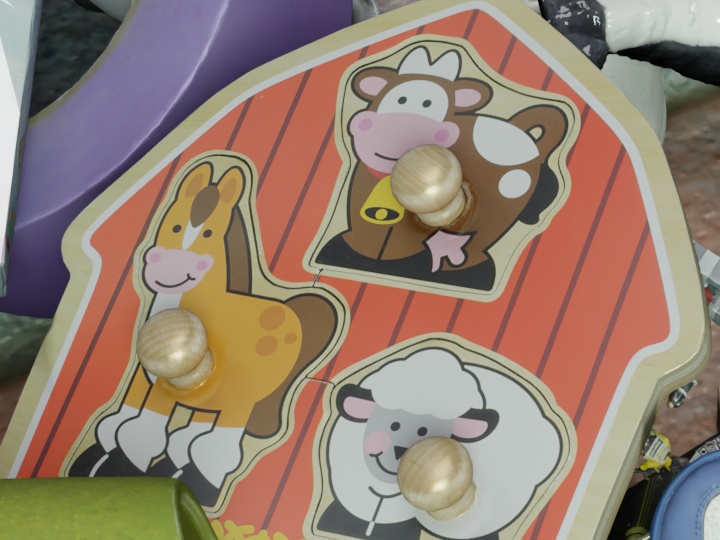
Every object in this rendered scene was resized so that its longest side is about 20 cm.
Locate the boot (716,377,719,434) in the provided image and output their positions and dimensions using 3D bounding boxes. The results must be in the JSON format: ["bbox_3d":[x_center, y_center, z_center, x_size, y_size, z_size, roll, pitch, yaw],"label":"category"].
[{"bbox_3d":[0.196,0.051,0.846,0.200,0.107,0.075,27,57,22],"label":"boot"}]

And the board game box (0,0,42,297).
[{"bbox_3d":[-0.197,-0.101,0.880,0.199,0.043,0.200,7,72,-5],"label":"board game box"}]

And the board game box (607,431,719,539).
[{"bbox_3d":[0.125,0.143,0.837,0.105,0.023,0.200,-32,55,-13],"label":"board game box"}]

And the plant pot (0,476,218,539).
[{"bbox_3d":[-0.121,0.127,0.691,0.199,0.187,0.188,-21,52,2],"label":"plant pot"}]

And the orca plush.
[{"bbox_3d":[0.141,-0.069,0.967,0.199,0.071,0.105,-18,61,-31],"label":"orca plush"}]

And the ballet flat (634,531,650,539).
[{"bbox_3d":[0.078,0.100,0.816,0.200,0.062,0.068,-31,56,-1],"label":"ballet flat"}]

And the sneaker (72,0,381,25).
[{"bbox_3d":[-0.011,-0.141,1.043,0.200,0.075,0.115,-38,57,-14],"label":"sneaker"}]

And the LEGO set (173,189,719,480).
[{"bbox_3d":[0.030,0.053,0.843,0.116,0.154,0.200,34,61,8],"label":"LEGO set"}]

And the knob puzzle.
[{"bbox_3d":[0.000,0.000,0.772,0.219,0.030,0.220,-11,55,16],"label":"knob puzzle"}]

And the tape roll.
[{"bbox_3d":[-0.109,-0.091,0.960,0.199,0.085,0.201,-8,69,22],"label":"tape roll"}]

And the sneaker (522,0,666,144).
[{"bbox_3d":[0.062,-0.114,1.008,0.070,0.080,0.201,-9,53,-2],"label":"sneaker"}]

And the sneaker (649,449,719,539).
[{"bbox_3d":[0.135,0.134,0.733,0.075,0.088,0.201,-28,79,6],"label":"sneaker"}]
